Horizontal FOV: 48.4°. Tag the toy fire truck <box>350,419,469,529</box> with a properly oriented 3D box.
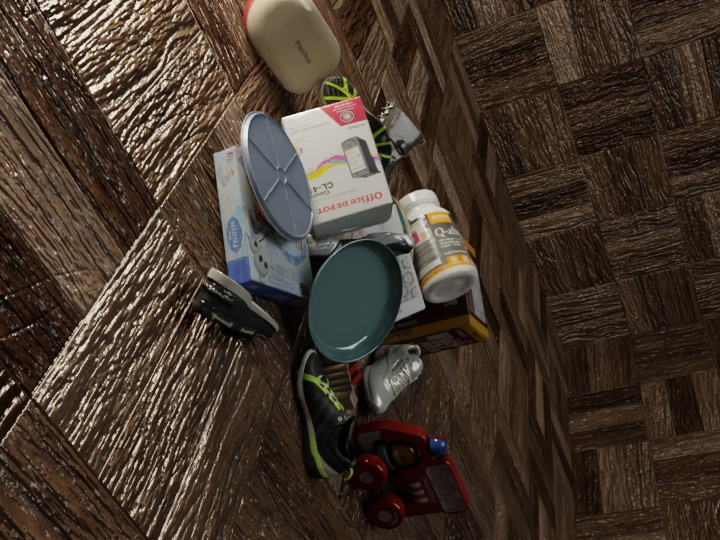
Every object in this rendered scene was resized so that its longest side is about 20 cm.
[{"bbox_3d":[0.081,0.334,1.354,0.113,0.165,0.202,-65,136,-60],"label":"toy fire truck"}]

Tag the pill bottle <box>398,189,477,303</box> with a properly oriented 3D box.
[{"bbox_3d":[0.140,-0.048,1.551,0.116,0.115,0.202,36,29,-60],"label":"pill bottle"}]

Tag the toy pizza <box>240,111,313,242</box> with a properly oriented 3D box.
[{"bbox_3d":[-0.129,-0.136,1.190,0.201,0.031,0.202,53,27,-43],"label":"toy pizza"}]

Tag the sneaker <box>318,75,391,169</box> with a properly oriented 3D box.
[{"bbox_3d":[-0.008,-0.270,1.468,0.202,0.075,0.076,59,-7,-23],"label":"sneaker"}]

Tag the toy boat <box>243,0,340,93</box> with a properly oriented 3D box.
[{"bbox_3d":[-0.130,-0.421,1.409,0.131,0.130,0.200,53,2,40],"label":"toy boat"}]

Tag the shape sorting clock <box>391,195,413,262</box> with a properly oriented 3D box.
[{"bbox_3d":[0.052,-0.046,1.563,0.199,0.039,0.204,170,-90,-67],"label":"shape sorting clock"}]

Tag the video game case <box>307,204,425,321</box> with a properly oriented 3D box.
[{"bbox_3d":[0.013,0.004,1.432,0.180,0.024,0.203,-21,98,-24],"label":"video game case"}]

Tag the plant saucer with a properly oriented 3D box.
[{"bbox_3d":[-0.012,0.046,1.282,0.198,0.027,0.204,-16,115,-39],"label":"plant saucer"}]

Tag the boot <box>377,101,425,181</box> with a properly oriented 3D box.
[{"bbox_3d":[0.018,-0.259,1.555,0.199,0.069,0.175,39,72,-23],"label":"boot"}]

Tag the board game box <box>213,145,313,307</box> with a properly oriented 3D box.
[{"bbox_3d":[-0.141,-0.059,1.207,0.200,0.043,0.202,27,52,-64],"label":"board game box"}]

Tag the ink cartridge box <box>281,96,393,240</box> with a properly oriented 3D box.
[{"bbox_3d":[-0.039,-0.171,1.351,0.086,0.145,0.203,92,-19,-73],"label":"ink cartridge box"}]

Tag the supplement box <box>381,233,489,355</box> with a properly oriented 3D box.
[{"bbox_3d":[0.143,0.055,1.658,0.133,0.194,0.203,35,44,-59],"label":"supplement box"}]

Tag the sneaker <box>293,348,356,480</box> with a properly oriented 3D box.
[{"bbox_3d":[-0.045,0.217,1.222,0.072,0.082,0.204,17,60,-66],"label":"sneaker"}]

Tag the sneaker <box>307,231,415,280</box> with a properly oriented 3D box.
[{"bbox_3d":[0.000,0.000,1.354,0.075,0.196,0.116,147,-64,-83],"label":"sneaker"}]

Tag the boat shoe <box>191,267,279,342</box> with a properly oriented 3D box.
[{"bbox_3d":[-0.163,0.060,1.050,0.061,0.073,0.200,-55,162,-10],"label":"boat shoe"}]

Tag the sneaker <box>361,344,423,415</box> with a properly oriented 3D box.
[{"bbox_3d":[0.061,0.192,1.494,0.201,0.098,0.076,-62,136,-59],"label":"sneaker"}]

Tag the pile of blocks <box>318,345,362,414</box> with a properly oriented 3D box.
[{"bbox_3d":[-0.026,0.150,1.346,0.082,0.061,0.204,16,63,-66],"label":"pile of blocks"}]
